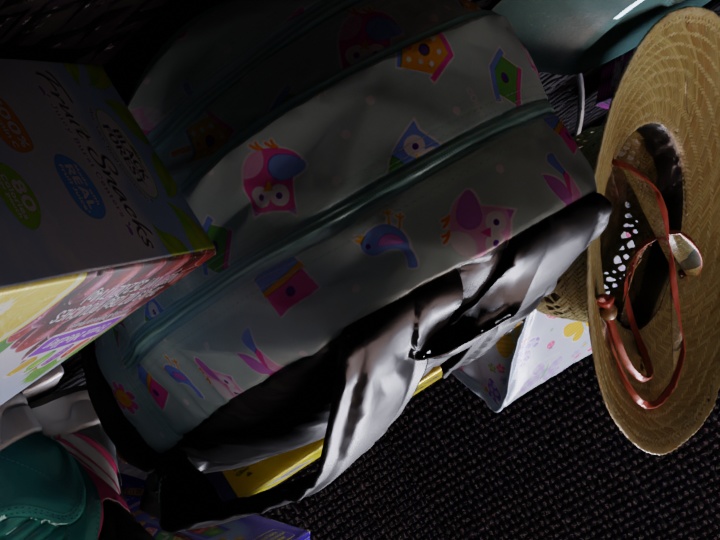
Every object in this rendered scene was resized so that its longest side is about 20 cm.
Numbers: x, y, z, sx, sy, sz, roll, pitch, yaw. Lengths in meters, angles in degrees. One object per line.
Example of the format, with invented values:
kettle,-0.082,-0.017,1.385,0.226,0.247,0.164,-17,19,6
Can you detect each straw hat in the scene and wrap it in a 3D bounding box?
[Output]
straw hat,0.112,-0.021,0.869,0.084,0.203,0.201,4,-162,35

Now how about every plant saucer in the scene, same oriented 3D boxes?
plant saucer,0.141,-0.139,0.816,0.199,0.036,0.200,-33,175,-3

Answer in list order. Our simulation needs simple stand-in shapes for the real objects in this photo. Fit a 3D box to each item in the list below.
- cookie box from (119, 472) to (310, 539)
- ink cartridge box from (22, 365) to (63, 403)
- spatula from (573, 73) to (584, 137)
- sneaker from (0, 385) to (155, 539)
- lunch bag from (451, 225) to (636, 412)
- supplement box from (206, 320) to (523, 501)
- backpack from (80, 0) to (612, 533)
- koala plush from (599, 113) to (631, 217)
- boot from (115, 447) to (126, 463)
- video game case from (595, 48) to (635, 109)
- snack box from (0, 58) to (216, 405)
cookie box,-0.150,0.167,1.051,0.171,0.198,0.076,-14,119,-73
ink cartridge box,-0.205,0.080,0.744,0.162,0.057,0.200,-31,179,-19
spatula,0.103,-0.066,0.946,0.201,0.020,0.057,-64,175,-1
sneaker,-0.102,0.107,0.677,0.083,0.121,0.200,-31,176,1
lunch bag,0.151,-0.014,1.531,0.169,0.127,0.201,-28,148,-33
supplement box,-0.018,0.040,1.117,0.199,0.109,0.109,-33,174,9
backpack,-0.013,-0.012,0.585,0.166,0.127,0.200,-35,177,-21
koala plush,0.239,-0.090,1.229,0.198,0.185,0.177,-21,176,11
boot,-0.058,0.037,0.885,0.106,0.076,0.200,-5,161,-29
video game case,0.229,-0.093,1.043,0.180,0.036,0.200,12,-177,0
snack box,-0.146,0.022,0.431,0.168,0.068,0.200,-34,173,16
